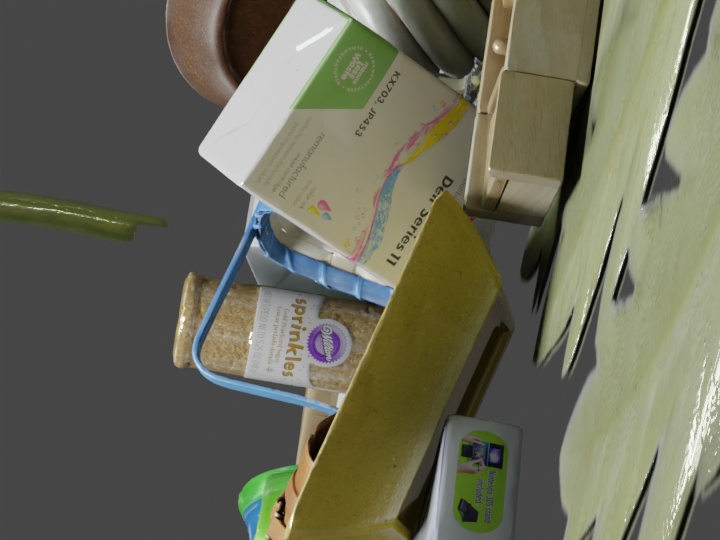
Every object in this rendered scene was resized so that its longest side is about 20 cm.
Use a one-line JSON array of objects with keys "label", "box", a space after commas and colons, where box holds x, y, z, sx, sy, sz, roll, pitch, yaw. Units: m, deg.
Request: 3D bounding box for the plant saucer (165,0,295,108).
[{"label": "plant saucer", "box": [-0.027, -0.174, 1.563, 0.035, 0.200, 0.201, 54, 145, 41]}]

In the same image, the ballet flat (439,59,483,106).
[{"label": "ballet flat", "box": [0.073, -0.133, 1.632, 0.072, 0.072, 0.201, -83, 3, -51]}]

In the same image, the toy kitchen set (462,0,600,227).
[{"label": "toy kitchen set", "box": [0.030, -0.130, 1.333, 0.163, 0.180, 0.201, 104, 175, -74]}]

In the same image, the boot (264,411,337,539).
[{"label": "boot", "box": [-0.032, 0.183, 1.457, 0.200, 0.076, 0.156, -53, -17, -59]}]

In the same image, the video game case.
[{"label": "video game case", "box": [0.042, 0.209, 1.283, 0.200, 0.045, 0.182, 102, 178, -47]}]

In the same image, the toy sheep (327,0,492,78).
[{"label": "toy sheep", "box": [0.043, -0.179, 1.482, 0.138, 0.200, 0.138, 53, -167, -18]}]

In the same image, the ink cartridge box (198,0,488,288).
[{"label": "ink cartridge box", "box": [0.019, -0.060, 1.433, 0.117, 0.200, 0.067, -56, 35, 2]}]

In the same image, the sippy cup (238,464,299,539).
[{"label": "sippy cup", "box": [-0.023, 0.226, 1.808, 0.140, 0.177, 0.131, -33, 49, 51]}]

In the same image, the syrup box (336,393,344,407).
[{"label": "syrup box", "box": [0.018, 0.149, 1.672, 0.200, 0.081, 0.079, -84, 6, -61]}]

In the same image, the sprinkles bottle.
[{"label": "sprinkles bottle", "box": [-0.026, 0.050, 1.676, 0.068, 0.199, 0.069, -171, 90, -88]}]

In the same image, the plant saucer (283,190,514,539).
[{"label": "plant saucer", "box": [0.032, 0.073, 1.339, 0.200, 0.048, 0.200, -65, -11, -7]}]

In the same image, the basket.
[{"label": "basket", "box": [0.000, 0.000, 1.583, 0.139, 0.176, 0.201, 74, -147, -76]}]

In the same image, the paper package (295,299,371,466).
[{"label": "paper package", "box": [0.017, 0.040, 1.882, 0.200, 0.103, 0.191, -84, 3, -50]}]

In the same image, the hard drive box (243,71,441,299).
[{"label": "hard drive box", "box": [0.010, -0.083, 1.757, 0.077, 0.155, 0.201, 70, -155, -58]}]
